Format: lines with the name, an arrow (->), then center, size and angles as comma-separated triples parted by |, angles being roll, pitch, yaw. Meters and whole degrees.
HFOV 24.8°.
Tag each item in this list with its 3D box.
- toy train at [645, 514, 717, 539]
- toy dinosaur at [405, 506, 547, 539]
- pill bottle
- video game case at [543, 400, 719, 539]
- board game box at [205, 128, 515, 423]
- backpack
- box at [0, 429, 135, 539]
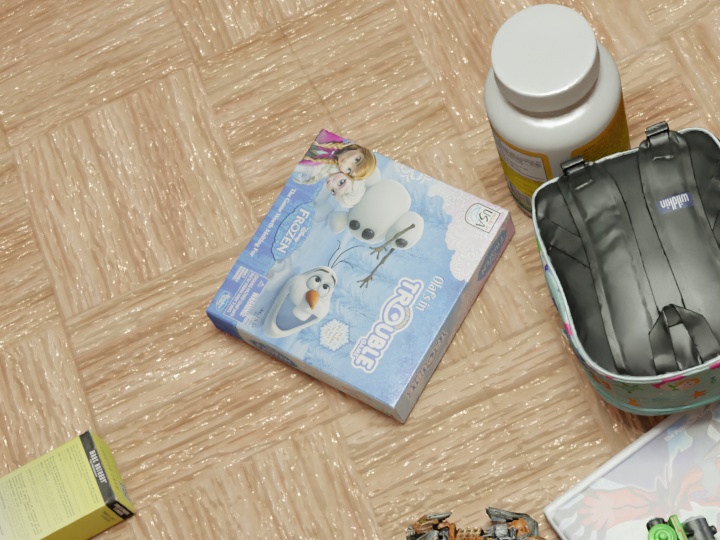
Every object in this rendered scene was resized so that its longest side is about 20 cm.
toy train -> 0.266, 0.268, 1.199 | 0.056, 0.042, 0.201 | -17, 62, -6
toy dinosaur -> 0.118, 0.243, 1.247 | 0.199, 0.102, 0.136 | -4, 44, 40
pill bottle -> 0.162, -0.128, 1.346 | 0.112, 0.200, 0.114 | -6, 64, 12
video game case -> 0.272, 0.199, 1.264 | 0.199, 0.023, 0.183 | -36, 62, -4
board game box -> 0.000, 0.000, 1.417 | 0.198, 0.043, 0.201 | 25, 73, 22
backpack -> 0.237, 0.013, 1.288 | 0.176, 0.151, 0.201 | -20, 55, 7
box -> -0.296, 0.217, 1.387 | 0.199, 0.050, 0.076 | -29, 62, -1
